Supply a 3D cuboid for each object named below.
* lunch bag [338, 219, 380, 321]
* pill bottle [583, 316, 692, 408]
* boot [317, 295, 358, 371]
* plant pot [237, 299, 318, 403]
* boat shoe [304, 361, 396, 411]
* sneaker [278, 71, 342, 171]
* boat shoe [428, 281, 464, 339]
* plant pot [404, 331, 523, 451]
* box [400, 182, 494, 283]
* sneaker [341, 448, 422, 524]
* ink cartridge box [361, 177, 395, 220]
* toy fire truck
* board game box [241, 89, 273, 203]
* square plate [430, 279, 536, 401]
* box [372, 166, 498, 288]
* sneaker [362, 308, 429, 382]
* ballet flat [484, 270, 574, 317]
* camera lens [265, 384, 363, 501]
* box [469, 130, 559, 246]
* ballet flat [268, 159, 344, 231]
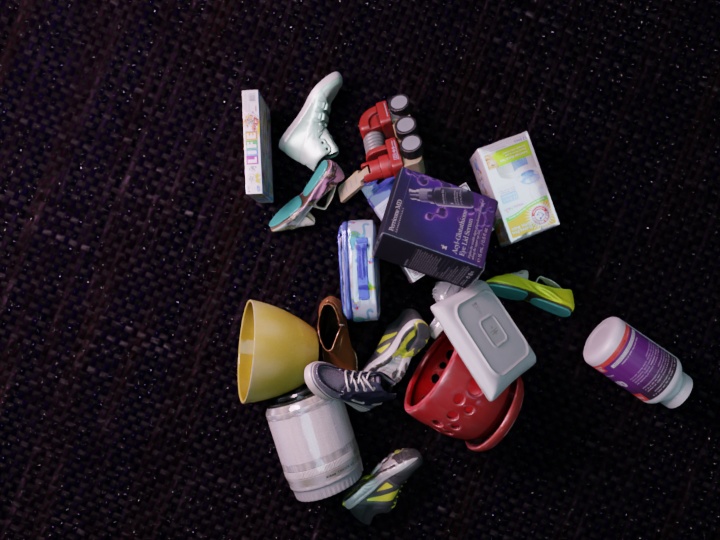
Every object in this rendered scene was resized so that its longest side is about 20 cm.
[{"bbox_3d":[0.000,0.000,1.165,0.081,0.161,0.204,-3,90,1],"label":"lunch bag"},{"bbox_3d":[0.566,0.192,1.176,0.199,0.112,0.113,34,90,2],"label":"pill bottle"},{"bbox_3d":[-0.047,0.153,1.166,0.075,0.155,0.204,-3,89,1],"label":"boot"},{"bbox_3d":[-0.164,0.167,1.167,0.140,0.200,0.204,6,89,-19],"label":"plant pot"},{"bbox_3d":[-0.013,0.213,1.111,0.092,0.199,0.076,-27,53,28],"label":"boat shoe"},{"bbox_3d":[-0.071,-0.307,1.214,0.118,0.074,0.202,37,100,8],"label":"sneaker"},{"bbox_3d":[0.186,0.047,1.203,0.071,0.070,0.202,32,75,10],"label":"boat shoe"},{"bbox_3d":[0.211,0.237,1.140,0.181,0.200,0.202,32,90,-3],"label":"plant pot"},{"bbox_3d":[0.157,-0.075,1.177,0.198,0.060,0.118,-31,90,-2],"label":"box"},{"bbox_3d":[0.057,0.452,1.208,0.199,0.075,0.085,-37,94,9],"label":"sneaker"},{"bbox_3d":[0.099,-0.132,1.228,0.119,0.042,0.201,-35,87,0],"label":"ink cartridge box"},{"bbox_3d":[0.030,-0.239,1.191,0.197,0.129,0.178,-16,58,7],"label":"toy fire truck"},{"bbox_3d":[-0.210,-0.249,1.187,0.034,0.134,0.204,-3,89,1],"label":"board game box"},{"bbox_3d":[0.244,0.120,1.096,0.028,0.199,0.200,-41,76,41],"label":"square plate"},{"bbox_3d":[0.138,-0.078,1.074,0.197,0.105,0.150,18,67,-2],"label":"box"},{"bbox_3d":[0.071,0.165,1.202,0.074,0.085,0.200,32,112,-23],"label":"sneaker"},{"bbox_3d":[0.357,0.037,1.213,0.197,0.067,0.068,18,68,-1],"label":"ballet flat"},{"bbox_3d":[-0.093,0.335,1.161,0.157,0.160,0.203,-18,89,1],"label":"camera lens"},{"bbox_3d":[0.316,-0.164,1.191,0.111,0.101,0.203,-19,89,1],"label":"box"},{"bbox_3d":[-0.107,-0.142,1.215,0.071,0.069,0.200,36,106,-31],"label":"ballet flat"}]
